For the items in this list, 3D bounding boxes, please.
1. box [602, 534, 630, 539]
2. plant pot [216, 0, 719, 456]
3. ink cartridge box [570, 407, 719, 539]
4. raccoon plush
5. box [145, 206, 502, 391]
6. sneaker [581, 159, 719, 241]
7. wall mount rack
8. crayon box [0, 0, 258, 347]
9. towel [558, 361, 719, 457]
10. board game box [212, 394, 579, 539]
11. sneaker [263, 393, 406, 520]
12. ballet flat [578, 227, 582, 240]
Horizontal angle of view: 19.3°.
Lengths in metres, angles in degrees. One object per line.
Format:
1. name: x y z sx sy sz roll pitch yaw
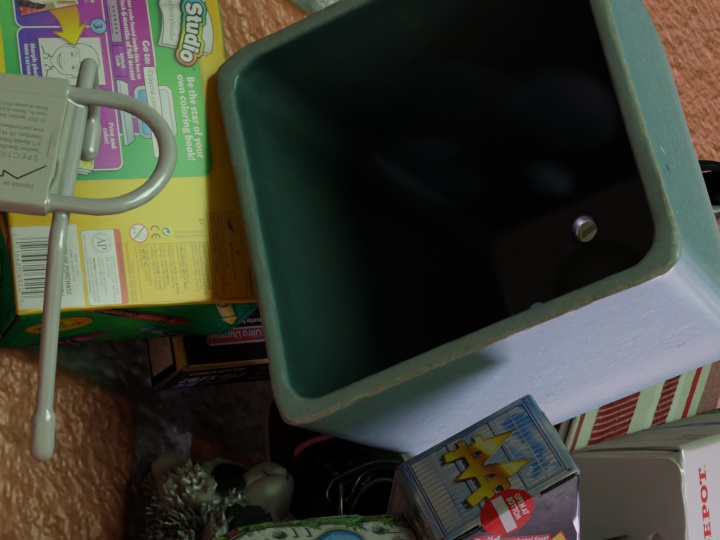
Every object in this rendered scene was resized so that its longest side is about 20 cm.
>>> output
1. box: 0.093 0.228 1.183 0.200 0.075 0.100 -20 90 -55
2. plant pot: 0.077 -0.019 1.008 0.200 0.195 0.197 34 38 -54
3. ink cartridge box: 0.220 0.169 1.338 0.200 0.084 0.145 -7 93 -53
4. raccoon plush: -0.107 0.155 0.987 0.200 0.134 0.097 -25 112 -21
5. box: -0.025 -0.027 1.112 0.200 0.049 0.160 -3 74 -28
6. sneaker: 0.218 -0.028 1.408 0.200 0.115 0.075 -8 62 -52
7. wall mount rack: -0.181 -0.017 0.903 0.199 0.075 0.174 6 57 -1
8. crayon box: -0.124 -0.069 1.017 0.119 0.058 0.201 -3 75 -23
9. towel: 0.188 0.063 1.359 0.200 0.023 0.144 -10 120 -52
10. board game box: 0.017 0.152 0.914 0.199 0.200 0.062 0 30 -21
11. sneaker: 0.003 0.106 1.031 0.099 0.071 0.200 85 -18 -48
12. ballet flat: 0.107 0.021 1.276 0.200 0.068 0.072 -91 -176 -55
